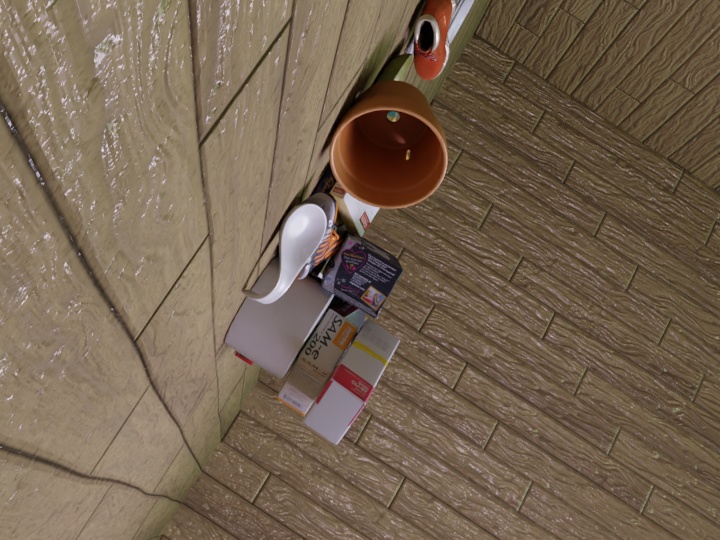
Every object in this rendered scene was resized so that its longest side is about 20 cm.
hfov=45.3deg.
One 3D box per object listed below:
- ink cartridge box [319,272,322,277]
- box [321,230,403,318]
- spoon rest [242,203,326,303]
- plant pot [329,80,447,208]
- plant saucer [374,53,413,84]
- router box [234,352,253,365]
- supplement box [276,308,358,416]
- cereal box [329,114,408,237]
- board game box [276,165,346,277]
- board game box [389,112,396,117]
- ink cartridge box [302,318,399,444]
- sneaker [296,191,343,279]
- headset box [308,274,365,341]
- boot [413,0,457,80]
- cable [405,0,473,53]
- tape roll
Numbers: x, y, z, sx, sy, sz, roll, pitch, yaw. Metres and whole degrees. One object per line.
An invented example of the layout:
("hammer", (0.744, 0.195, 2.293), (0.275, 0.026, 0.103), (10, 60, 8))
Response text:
("ink cartridge box", (-0.176, 0.053, 1.886), (0.202, 0.043, 0.174), (-58, 148, -13))
("box", (0.000, 0.000, 1.731), (0.116, 0.131, 0.200), (-60, -175, 5))
("spoon rest", (-0.125, -0.025, 1.486), (0.099, 0.060, 0.202), (24, 102, -50))
("plant pot", (0.051, -0.227, 1.469), (0.141, 0.197, 0.201), (-83, -162, -48))
("plant saucer", (0.038, -0.335, 1.663), (0.202, 0.031, 0.200), (-60, 180, 0))
("router box", (-0.218, 0.119, 2.071), (0.181, 0.048, 0.200), (-59, 179, 10))
("supplement box", (-0.088, 0.185, 1.714), (0.127, 0.073, 0.201), (-57, 179, -39))
("cereal box", (0.021, -0.185, 1.688), (0.202, 0.039, 0.144), (-59, 153, -17))
("board game box", (-0.073, -0.093, 1.700), (0.202, 0.034, 0.135), (-58, 154, 1))
("board game box", (0.025, -0.244, 1.929), (0.152, 0.044, 0.203), (119, -15, -68))
("ink cartridge box", (-0.014, 0.212, 1.672), (0.146, 0.083, 0.201), (-59, 178, 39))
("sneaker", (-0.074, -0.081, 1.594), (0.112, 0.077, 0.201), (-37, 163, -46))
("headset box", (-0.072, 0.113, 1.852), (0.077, 0.199, 0.151), (-30, 136, -38))
("boot", (0.126, -0.425, 1.628), (0.201, 0.074, 0.108), (95, 16, -53))
("cable", (0.175, -0.521, 1.789), (0.201, 0.069, 0.201), (-59, 179, 41))
("tape roll", (-0.157, 0.094, 1.691), (0.205, 0.138, 0.203), (-58, 179, -2))
